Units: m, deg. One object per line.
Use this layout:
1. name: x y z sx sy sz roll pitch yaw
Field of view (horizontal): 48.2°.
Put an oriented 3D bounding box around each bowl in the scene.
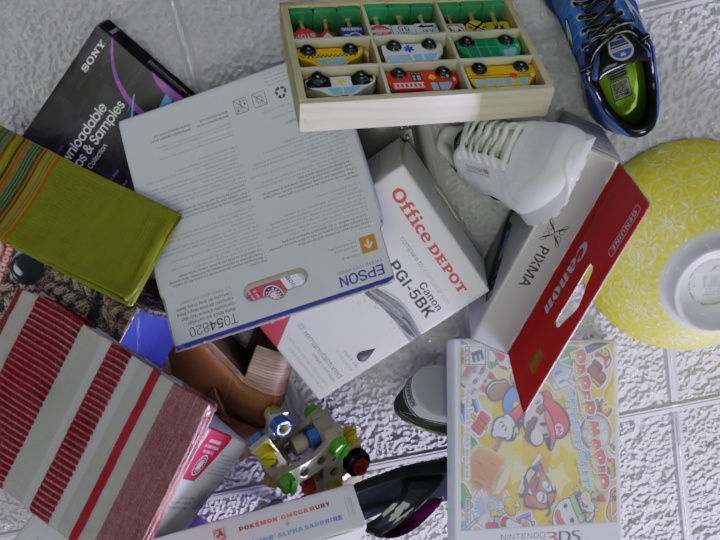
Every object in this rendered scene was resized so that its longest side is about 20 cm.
1. bowl: 0.305 -0.004 0.726 0.195 0.108 0.205 0 114 1

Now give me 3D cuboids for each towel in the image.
1. towel: -0.219 0.119 0.621 0.197 0.023 0.146 28 89 17
2. towel: -0.248 -0.049 0.663 0.197 0.018 0.087 25 79 15

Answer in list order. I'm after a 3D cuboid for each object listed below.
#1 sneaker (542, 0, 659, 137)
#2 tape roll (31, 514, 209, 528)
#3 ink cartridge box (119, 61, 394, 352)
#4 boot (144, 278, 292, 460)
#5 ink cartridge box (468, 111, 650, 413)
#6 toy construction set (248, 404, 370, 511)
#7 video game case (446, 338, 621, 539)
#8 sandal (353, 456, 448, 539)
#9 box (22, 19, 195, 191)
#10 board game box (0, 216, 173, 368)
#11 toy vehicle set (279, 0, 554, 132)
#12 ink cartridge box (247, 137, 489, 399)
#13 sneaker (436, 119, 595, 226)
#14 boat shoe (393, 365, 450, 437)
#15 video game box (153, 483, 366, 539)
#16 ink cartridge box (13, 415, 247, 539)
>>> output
1. sneaker: 0.202 -0.199 0.654 0.077 0.090 0.202 -26 111 11
2. tape roll: -0.252 0.303 0.849 0.195 0.067 0.202 2 144 1
3. ink cartridge box: -0.085 -0.057 0.670 0.195 0.041 0.204 -16 82 6
4. boot: -0.172 0.103 0.814 0.196 0.077 0.157 20 117 -15
5. ink cartridge box: 0.155 -0.013 0.683 0.044 0.177 0.203 21 116 -7
6. toy construction set: -0.058 0.223 0.836 0.129 0.092 0.203 -16 136 -27
7. video game case: 0.169 0.169 0.778 0.178 0.023 0.205 2 84 -16
8. sandal: 0.054 0.227 0.799 0.196 0.049 0.076 -15 140 -5
9. box: -0.194 -0.103 0.737 0.199 0.036 0.143 39 109 -13
10. board game box: -0.283 0.059 0.708 0.197 0.097 0.162 29 89 16
11. toy vehicle set: 0.040 -0.166 0.632 0.195 0.126 0.027 -6 142 -11
12. ink cartridge box: 0.000 0.000 0.749 0.198 0.083 0.148 -34 108 16
13. sneaker: 0.117 -0.090 0.647 0.080 0.200 0.077 31 88 -12
14. boat shoe: 0.130 0.144 0.824 0.196 0.072 0.064 15 146 -14
15. video game box: -0.097 0.272 0.738 0.178 0.047 0.202 -13 148 -19
16. ink cartridge box: -0.199 0.202 0.689 0.083 0.146 0.201 34 79 13
